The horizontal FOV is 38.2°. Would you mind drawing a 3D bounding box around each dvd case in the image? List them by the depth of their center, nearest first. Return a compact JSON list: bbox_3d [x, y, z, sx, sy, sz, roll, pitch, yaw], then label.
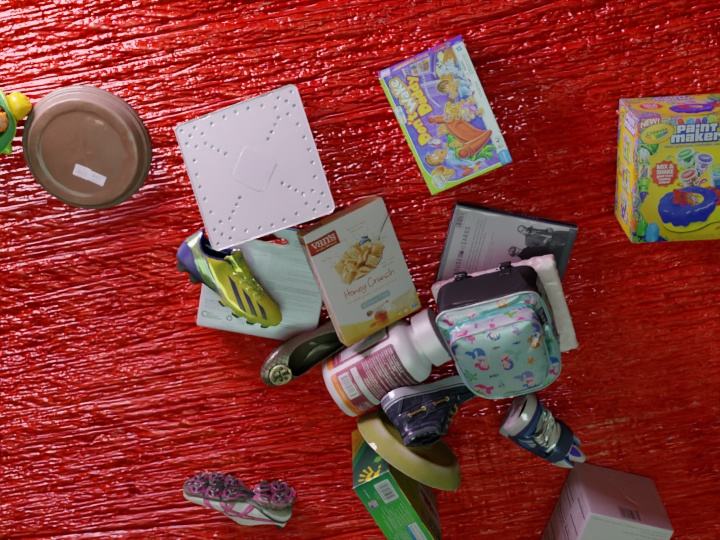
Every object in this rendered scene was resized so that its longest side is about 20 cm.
[{"bbox_3d":[0.231,-0.022,1.664,0.200,0.025,0.151,11,115,-4],"label":"dvd case"}]

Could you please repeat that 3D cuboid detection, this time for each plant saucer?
[{"bbox_3d":[-0.422,-0.184,1.596,0.200,0.029,0.201,0,115,0],"label":"plant saucer"},{"bbox_3d":[0.087,0.286,1.715,0.200,0.200,0.031,28,102,-12],"label":"plant saucer"}]

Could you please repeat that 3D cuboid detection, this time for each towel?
[{"bbox_3d":[0.237,0.072,1.682,0.200,0.032,0.191,-15,123,14],"label":"towel"}]

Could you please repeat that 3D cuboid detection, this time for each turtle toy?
[{"bbox_3d":[-0.596,-0.238,1.532,0.200,0.101,0.146,42,109,-17],"label":"turtle toy"}]

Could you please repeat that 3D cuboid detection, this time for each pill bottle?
[{"bbox_3d":[0.046,0.148,1.698,0.200,0.110,0.110,-29,111,13],"label":"pill bottle"}]

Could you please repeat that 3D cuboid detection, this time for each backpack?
[{"bbox_3d":[0.220,0.109,1.608,0.177,0.151,0.200,-15,128,13],"label":"backpack"}]

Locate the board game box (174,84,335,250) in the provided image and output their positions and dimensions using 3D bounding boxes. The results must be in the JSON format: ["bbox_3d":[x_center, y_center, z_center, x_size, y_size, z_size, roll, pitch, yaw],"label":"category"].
[{"bbox_3d":[-0.158,-0.153,1.569,0.200,0.026,0.200,-18,90,9],"label":"board game box"}]

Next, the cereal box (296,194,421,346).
[{"bbox_3d":[0.000,0.000,1.636,0.144,0.040,0.200,-28,112,-15],"label":"cereal box"}]

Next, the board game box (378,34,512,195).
[{"bbox_3d":[0.128,-0.230,1.558,0.134,0.045,0.200,-23,112,11],"label":"board game box"}]

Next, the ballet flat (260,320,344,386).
[{"bbox_3d":[-0.071,0.127,1.677,0.200,0.046,0.067,-30,129,-18],"label":"ballet flat"}]

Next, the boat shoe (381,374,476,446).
[{"bbox_3d":[0.129,0.232,1.700,0.200,0.091,0.071,-7,149,-36],"label":"boat shoe"}]

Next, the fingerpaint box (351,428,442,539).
[{"bbox_3d":[0.061,0.379,1.772,0.073,0.167,0.200,-27,112,11],"label":"fingerpaint box"}]

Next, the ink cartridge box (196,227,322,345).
[{"bbox_3d":[-0.153,0.012,1.676,0.196,0.043,0.200,11,111,-4],"label":"ink cartridge box"}]

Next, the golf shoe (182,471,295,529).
[{"bbox_3d":[-0.219,0.417,1.845,0.200,0.073,0.092,11,116,-5],"label":"golf shoe"}]

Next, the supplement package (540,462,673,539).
[{"bbox_3d":[0.423,0.470,1.818,0.151,0.151,0.200,14,114,-6],"label":"supplement package"}]

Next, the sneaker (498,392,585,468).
[{"bbox_3d":[0.312,0.265,1.706,0.146,0.200,0.081,26,75,6],"label":"sneaker"}]

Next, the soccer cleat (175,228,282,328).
[{"bbox_3d":[-0.194,0.014,1.622,0.200,0.065,0.084,38,102,-14],"label":"soccer cleat"}]

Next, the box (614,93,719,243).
[{"bbox_3d":[0.493,-0.155,1.548,0.199,0.122,0.193,-3,114,2],"label":"box"}]
